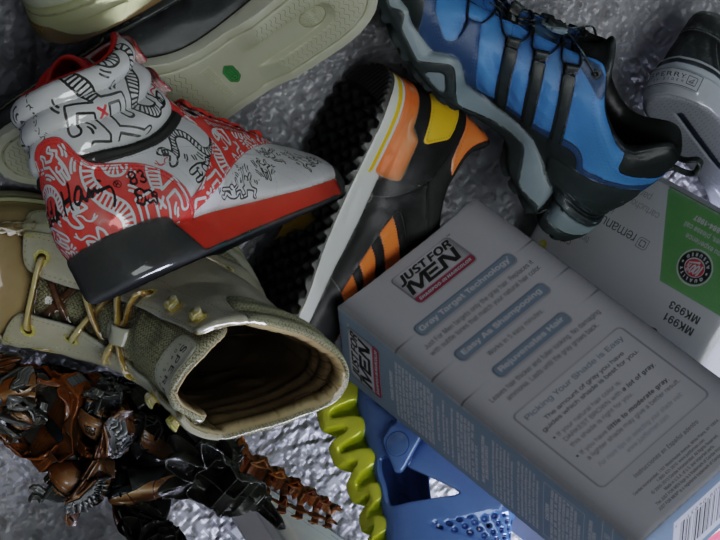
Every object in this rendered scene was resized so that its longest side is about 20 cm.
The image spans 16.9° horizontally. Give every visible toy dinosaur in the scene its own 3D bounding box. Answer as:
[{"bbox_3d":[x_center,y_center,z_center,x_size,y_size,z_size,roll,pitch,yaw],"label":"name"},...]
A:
[{"bbox_3d":[-0.097,0.090,1.183,0.199,0.136,0.102,-1,120,-19],"label":"toy dinosaur"}]

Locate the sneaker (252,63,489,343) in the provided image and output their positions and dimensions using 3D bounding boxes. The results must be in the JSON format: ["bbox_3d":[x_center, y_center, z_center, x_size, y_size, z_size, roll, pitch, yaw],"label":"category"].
[{"bbox_3d":[0.000,0.000,1.237,0.090,0.070,0.201,21,97,-30],"label":"sneaker"}]

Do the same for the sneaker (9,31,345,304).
[{"bbox_3d":[-0.081,-0.060,1.108,0.201,0.067,0.108,-25,90,-59],"label":"sneaker"}]

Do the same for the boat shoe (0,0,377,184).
[{"bbox_3d":[-0.090,-0.106,1.159,0.200,0.068,0.072,-30,145,1],"label":"boat shoe"}]

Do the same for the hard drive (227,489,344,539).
[{"bbox_3d":[0.011,0.193,1.242,0.027,0.200,0.132,-48,124,6],"label":"hard drive"}]

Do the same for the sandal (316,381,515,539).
[{"bbox_3d":[0.046,0.125,1.234,0.087,0.201,0.079,-30,159,21],"label":"sandal"}]

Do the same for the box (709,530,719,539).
[{"bbox_3d":[0.235,0.129,1.431,0.156,0.041,0.201,-24,120,-17],"label":"box"}]

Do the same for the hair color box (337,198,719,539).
[{"bbox_3d":[0.093,0.061,1.181,0.099,0.200,0.061,-38,148,-24],"label":"hair color box"}]

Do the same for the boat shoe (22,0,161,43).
[{"bbox_3d":[-0.075,-0.180,1.124,0.200,0.073,0.063,-34,124,-11],"label":"boat shoe"}]

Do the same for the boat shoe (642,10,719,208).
[{"bbox_3d":[0.225,-0.063,1.328,0.071,0.072,0.200,-60,136,-20],"label":"boat shoe"}]

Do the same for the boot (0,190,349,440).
[{"bbox_3d":[-0.119,0.023,1.133,0.199,0.155,0.072,3,110,-28],"label":"boot"}]

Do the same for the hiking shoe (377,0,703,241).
[{"bbox_3d":[0.084,-0.109,1.214,0.087,0.075,0.200,-30,120,24],"label":"hiking shoe"}]

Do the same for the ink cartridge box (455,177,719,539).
[{"bbox_3d":[0.140,0.055,1.282,0.087,0.145,0.200,21,100,-44],"label":"ink cartridge box"}]
